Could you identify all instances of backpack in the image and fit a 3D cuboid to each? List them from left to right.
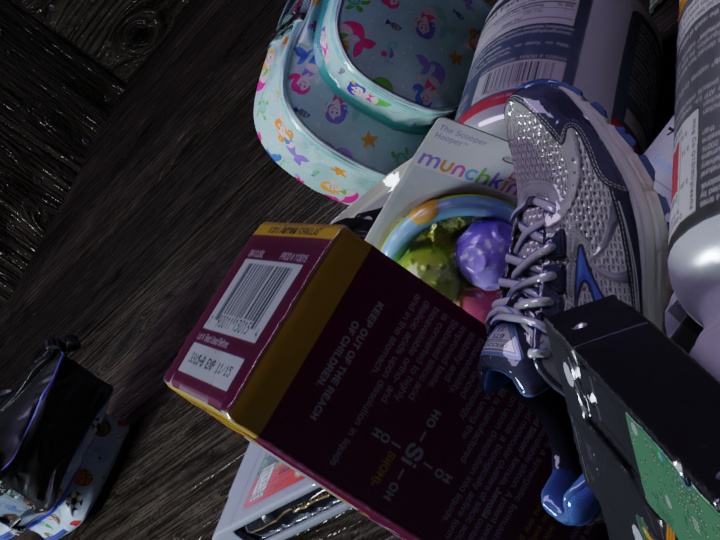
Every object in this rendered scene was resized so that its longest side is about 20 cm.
[{"bbox_3d":[-0.351,0.198,1.540,0.190,0.154,0.201,-26,27,43],"label":"backpack"},{"bbox_3d":[0.011,-0.160,1.192,0.150,0.177,0.201,-30,34,64],"label":"backpack"}]

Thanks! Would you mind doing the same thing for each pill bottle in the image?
[{"bbox_3d":[0.126,-0.113,0.898,0.119,0.119,0.201,-38,24,44],"label":"pill bottle"},{"bbox_3d":[0.181,-0.035,0.575,0.116,0.116,0.201,-29,46,54],"label":"pill bottle"}]

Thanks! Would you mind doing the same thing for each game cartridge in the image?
[{"bbox_3d":[-0.030,0.122,1.027,0.200,0.041,0.134,-35,23,48],"label":"game cartridge"}]

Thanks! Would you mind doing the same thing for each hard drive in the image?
[{"bbox_3d":[0.124,0.103,0.503,0.038,0.141,0.200,-18,18,-4],"label":"hard drive"}]

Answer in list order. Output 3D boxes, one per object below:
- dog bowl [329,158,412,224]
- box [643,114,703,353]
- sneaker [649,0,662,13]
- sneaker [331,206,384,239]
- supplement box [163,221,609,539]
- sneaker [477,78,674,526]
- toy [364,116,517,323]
[{"bbox_3d":[0.000,0.000,1.060,0.200,0.059,0.200,-42,9,8],"label":"dog bowl"},{"bbox_3d":[0.181,-0.030,0.735,0.201,0.041,0.156,-54,18,9],"label":"box"},{"bbox_3d":[0.191,-0.225,0.995,0.200,0.079,0.074,-35,28,51],"label":"sneaker"},{"bbox_3d":[0.038,-0.010,0.918,0.075,0.080,0.200,14,38,44],"label":"sneaker"},{"bbox_3d":[0.021,0.071,0.706,0.104,0.199,0.131,-59,18,-9],"label":"supplement box"},{"bbox_3d":[0.090,0.018,0.622,0.085,0.201,0.077,-17,0,-17],"label":"sneaker"},{"bbox_3d":[0.051,0.016,0.825,0.200,0.114,0.047,-57,29,36],"label":"toy"}]
